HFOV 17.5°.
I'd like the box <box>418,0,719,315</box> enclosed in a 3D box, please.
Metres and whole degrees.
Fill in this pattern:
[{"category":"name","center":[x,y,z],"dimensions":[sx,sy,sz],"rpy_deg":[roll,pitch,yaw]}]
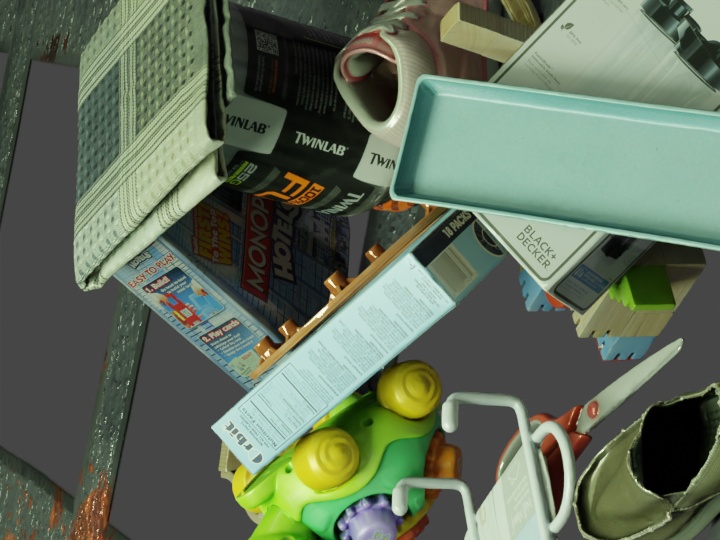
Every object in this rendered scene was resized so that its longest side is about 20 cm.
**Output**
[{"category":"box","center":[0.143,-0.089,1.234],"dimensions":[0.200,0.060,0.117],"rpy_deg":[-47,62,8]}]

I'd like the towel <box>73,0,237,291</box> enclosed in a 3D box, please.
[{"category":"towel","center":[-0.133,-0.111,1.525],"dimensions":[0.200,0.034,0.193],"rpy_deg":[-42,42,47]}]

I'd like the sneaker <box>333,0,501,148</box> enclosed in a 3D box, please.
[{"category":"sneaker","center":[0.035,-0.165,1.560],"dimensions":[0.075,0.104,0.201],"rpy_deg":[-29,56,43]}]

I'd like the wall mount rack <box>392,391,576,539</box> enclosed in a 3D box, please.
[{"category":"wall mount rack","center":[0.067,0.176,1.381],"dimensions":[0.200,0.074,0.174],"rpy_deg":[116,152,-55]}]

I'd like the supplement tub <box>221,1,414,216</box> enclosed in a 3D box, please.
[{"category":"supplement tub","center":[-0.048,-0.108,1.601],"dimensions":[0.122,0.199,0.123],"rpy_deg":[-30,53,51]}]

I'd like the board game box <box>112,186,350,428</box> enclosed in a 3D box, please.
[{"category":"board game box","center":[-0.089,-0.018,1.645],"dimensions":[0.062,0.200,0.201],"rpy_deg":[-29,44,36]}]

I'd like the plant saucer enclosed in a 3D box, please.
[{"category":"plant saucer","center":[0.112,-0.054,1.195],"dimensions":[0.199,0.019,0.070],"rpy_deg":[10,81,27]}]

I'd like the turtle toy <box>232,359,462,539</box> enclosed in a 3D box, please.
[{"category":"turtle toy","center":[-0.014,0.147,1.512],"dimensions":[0.101,0.200,0.146],"rpy_deg":[54,153,-4]}]

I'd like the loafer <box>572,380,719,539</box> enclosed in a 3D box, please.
[{"category":"loafer","center":[0.166,0.096,1.246],"dimensions":[0.200,0.069,0.075],"rpy_deg":[-42,44,52]}]

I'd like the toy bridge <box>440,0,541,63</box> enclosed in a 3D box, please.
[{"category":"toy bridge","center":[0.085,-0.151,1.504],"dimensions":[0.027,0.067,0.201],"rpy_deg":[-46,35,49]}]

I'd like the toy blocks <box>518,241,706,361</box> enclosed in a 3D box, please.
[{"category":"toy blocks","center":[0.133,-0.029,1.351],"dimensions":[0.137,0.100,0.201],"rpy_deg":[115,148,-53]}]

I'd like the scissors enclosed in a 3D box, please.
[{"category":"scissors","center":[0.131,0.083,1.386],"dimensions":[0.073,0.014,0.200],"rpy_deg":[-103,32,-43]}]

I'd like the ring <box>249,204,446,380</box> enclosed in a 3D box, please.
[{"category":"ring","center":[0.000,0.000,1.526],"dimensions":[0.200,0.019,0.200],"rpy_deg":[-41,0,0]}]

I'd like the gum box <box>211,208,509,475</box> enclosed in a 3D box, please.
[{"category":"gum box","center":[0.017,0.026,1.450],"dimensions":[0.200,0.045,0.170],"rpy_deg":[-41,1,35]}]

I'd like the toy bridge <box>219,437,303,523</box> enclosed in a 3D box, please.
[{"category":"toy bridge","center":[-0.056,0.154,1.715],"dimensions":[0.200,0.027,0.068],"rpy_deg":[-3,78,64]}]
